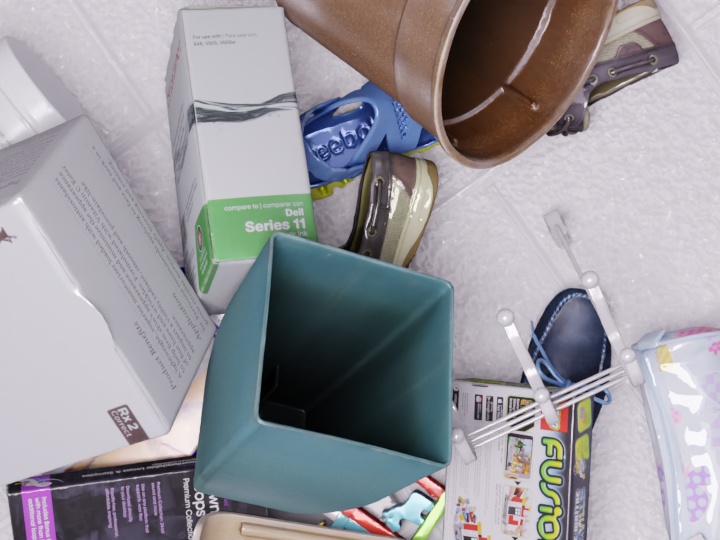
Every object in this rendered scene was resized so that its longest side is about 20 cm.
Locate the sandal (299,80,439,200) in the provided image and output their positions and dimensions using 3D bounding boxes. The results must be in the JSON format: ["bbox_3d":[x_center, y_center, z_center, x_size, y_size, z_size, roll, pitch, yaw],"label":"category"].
[{"bbox_3d":[0.016,-0.121,1.100,0.199,0.087,0.080,-34,85,2],"label":"sandal"}]

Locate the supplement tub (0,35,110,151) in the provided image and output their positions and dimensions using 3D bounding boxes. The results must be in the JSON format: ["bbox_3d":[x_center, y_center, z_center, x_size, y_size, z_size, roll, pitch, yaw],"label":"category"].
[{"bbox_3d":[-0.315,-0.076,1.106,0.200,0.132,0.132,-38,86,4],"label":"supplement tub"}]

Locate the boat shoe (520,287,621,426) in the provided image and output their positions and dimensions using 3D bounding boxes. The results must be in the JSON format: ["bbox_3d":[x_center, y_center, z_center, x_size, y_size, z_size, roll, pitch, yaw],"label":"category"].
[{"bbox_3d":[0.161,0.114,1.090,0.084,0.069,0.201,9,90,5],"label":"boat shoe"}]

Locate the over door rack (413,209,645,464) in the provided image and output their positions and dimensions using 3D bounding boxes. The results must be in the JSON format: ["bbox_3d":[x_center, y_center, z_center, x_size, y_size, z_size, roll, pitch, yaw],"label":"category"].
[{"bbox_3d":[0.109,0.037,1.037,0.147,0.200,0.067,-25,128,5],"label":"over door rack"}]

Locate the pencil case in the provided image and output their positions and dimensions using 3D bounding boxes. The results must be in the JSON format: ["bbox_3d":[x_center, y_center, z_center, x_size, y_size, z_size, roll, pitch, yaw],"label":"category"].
[{"bbox_3d":[0.265,0.143,1.073,0.090,0.083,0.201,-8,87,-17],"label":"pencil case"}]

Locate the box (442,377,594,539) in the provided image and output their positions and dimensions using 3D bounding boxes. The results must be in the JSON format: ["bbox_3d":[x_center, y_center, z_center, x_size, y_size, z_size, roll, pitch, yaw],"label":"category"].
[{"bbox_3d":[0.117,0.187,1.047,0.110,0.035,0.201,4,91,35],"label":"box"}]

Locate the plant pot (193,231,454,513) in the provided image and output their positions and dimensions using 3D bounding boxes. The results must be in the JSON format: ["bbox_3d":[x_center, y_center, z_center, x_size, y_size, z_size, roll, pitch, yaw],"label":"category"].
[{"bbox_3d":[-0.043,0.093,0.994,0.141,0.200,0.142,16,58,-21],"label":"plant pot"}]

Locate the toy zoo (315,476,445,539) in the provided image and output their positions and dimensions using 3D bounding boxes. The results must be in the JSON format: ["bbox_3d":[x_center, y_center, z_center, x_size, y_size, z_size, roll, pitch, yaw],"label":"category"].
[{"bbox_3d":[-0.009,0.200,1.129,0.200,0.020,0.132,35,93,5],"label":"toy zoo"}]

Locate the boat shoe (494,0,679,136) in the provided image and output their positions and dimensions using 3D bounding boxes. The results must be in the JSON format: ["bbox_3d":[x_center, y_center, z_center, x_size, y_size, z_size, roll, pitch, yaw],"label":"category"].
[{"bbox_3d":[0.162,-0.139,1.094,0.199,0.072,0.065,-33,82,-2],"label":"boat shoe"}]

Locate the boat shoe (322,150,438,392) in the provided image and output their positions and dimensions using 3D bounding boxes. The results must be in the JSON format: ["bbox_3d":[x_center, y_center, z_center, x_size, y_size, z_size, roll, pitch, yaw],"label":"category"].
[{"bbox_3d":[0.000,0.000,1.094,0.064,0.073,0.201,18,97,-13],"label":"boat shoe"}]

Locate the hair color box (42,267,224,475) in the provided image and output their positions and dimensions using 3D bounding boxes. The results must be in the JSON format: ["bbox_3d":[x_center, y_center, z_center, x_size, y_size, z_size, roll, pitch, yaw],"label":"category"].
[{"bbox_3d":[-0.166,0.107,1.124,0.109,0.065,0.200,39,94,4],"label":"hair color box"}]

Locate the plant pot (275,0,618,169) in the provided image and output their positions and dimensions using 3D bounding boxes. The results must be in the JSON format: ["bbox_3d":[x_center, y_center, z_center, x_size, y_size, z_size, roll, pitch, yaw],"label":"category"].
[{"bbox_3d":[0.053,-0.209,1.006,0.198,0.200,0.201,35,93,32],"label":"plant pot"}]

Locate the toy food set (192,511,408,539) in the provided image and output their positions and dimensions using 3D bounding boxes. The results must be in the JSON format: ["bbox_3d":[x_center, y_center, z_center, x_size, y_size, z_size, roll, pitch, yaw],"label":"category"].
[{"bbox_3d":[-0.046,0.275,1.071,0.199,0.060,0.144,11,100,-11],"label":"toy food set"}]

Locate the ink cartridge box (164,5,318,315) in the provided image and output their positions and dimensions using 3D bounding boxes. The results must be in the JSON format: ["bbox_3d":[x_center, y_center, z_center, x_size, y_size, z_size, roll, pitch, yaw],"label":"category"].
[{"bbox_3d":[-0.095,-0.082,1.053,0.083,0.147,0.201,-5,75,-14],"label":"ink cartridge box"}]

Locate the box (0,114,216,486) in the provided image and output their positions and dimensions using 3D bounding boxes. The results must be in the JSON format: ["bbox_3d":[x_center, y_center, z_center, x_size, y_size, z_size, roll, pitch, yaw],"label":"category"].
[{"bbox_3d":[-0.243,0.029,0.985,0.199,0.131,0.200,-19,115,22],"label":"box"}]

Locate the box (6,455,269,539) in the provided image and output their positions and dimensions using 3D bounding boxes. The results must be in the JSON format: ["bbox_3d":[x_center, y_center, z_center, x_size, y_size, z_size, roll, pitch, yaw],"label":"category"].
[{"bbox_3d":[-0.169,0.221,1.085,0.199,0.036,0.144,-7,105,-12],"label":"box"}]
